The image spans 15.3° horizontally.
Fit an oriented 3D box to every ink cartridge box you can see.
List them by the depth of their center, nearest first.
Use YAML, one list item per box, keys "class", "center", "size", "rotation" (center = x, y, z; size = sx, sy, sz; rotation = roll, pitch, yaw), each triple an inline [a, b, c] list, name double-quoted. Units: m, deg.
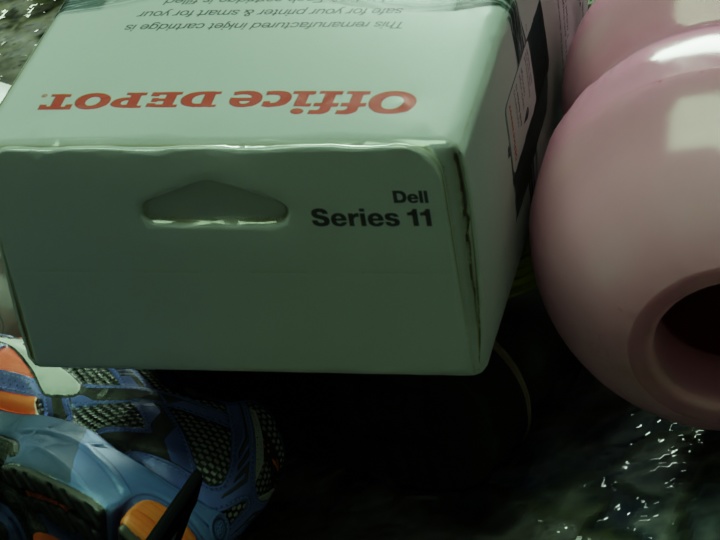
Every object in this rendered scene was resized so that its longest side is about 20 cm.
- class: "ink cartridge box"
  center: [-0.016, -0.056, 0.830]
  size: [0.146, 0.083, 0.200]
  rotation: [1, 34, 15]

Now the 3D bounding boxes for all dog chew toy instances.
- class: "dog chew toy"
  center: [0.116, -0.047, 0.833]
  size: [0.124, 0.125, 0.200]
  rotation: [-11, 42, 16]

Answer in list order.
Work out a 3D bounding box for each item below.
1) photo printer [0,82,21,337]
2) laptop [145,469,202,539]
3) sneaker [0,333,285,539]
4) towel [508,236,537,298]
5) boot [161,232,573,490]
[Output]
- class: "photo printer"
  center: [-0.199, 0.001, 1.028]
  size: [0.200, 0.070, 0.166]
  rotation: [-19, 29, 2]
- class: "laptop"
  center: [-0.146, 0.146, 0.719]
  size: [0.200, 0.103, 0.177]
  rotation: [-2, 34, 30]
- class: "sneaker"
  center: [-0.100, 0.054, 0.884]
  size: [0.078, 0.075, 0.200]
  rotation: [-36, 42, -29]
- class: "towel"
  center: [-0.029, -0.030, 0.884]
  size: [0.086, 0.018, 0.200]
  rotation: [-19, 34, -26]
- class: "boot"
  center: [0.000, 0.000, 0.914]
  size: [0.200, 0.078, 0.138]
  rotation: [19, 43, 31]
